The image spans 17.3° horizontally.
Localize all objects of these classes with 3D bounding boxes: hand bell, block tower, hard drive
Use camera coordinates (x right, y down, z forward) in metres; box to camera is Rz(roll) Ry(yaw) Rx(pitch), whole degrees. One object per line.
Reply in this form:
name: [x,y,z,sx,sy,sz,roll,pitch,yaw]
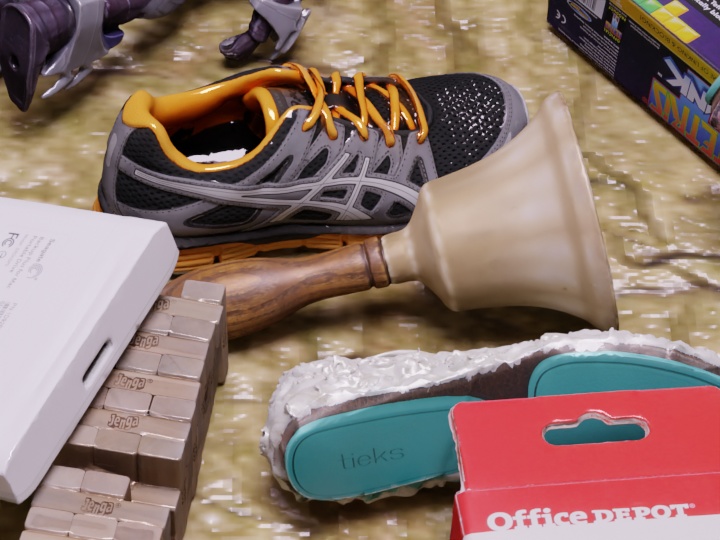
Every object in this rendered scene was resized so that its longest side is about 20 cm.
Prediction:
hand bell: [0.000,0.000,0.993,0.199,0.104,0.104,-15,50,2]
block tower: [-0.096,0.093,0.912,0.058,0.054,0.200,9,49,5]
hard drive: [-0.188,0.020,0.949,0.199,0.026,0.132,8,50,28]

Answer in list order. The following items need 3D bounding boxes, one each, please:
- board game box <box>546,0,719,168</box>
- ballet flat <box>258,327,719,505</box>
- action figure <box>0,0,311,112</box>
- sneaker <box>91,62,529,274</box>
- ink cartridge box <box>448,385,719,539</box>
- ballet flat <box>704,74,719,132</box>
board game box: [0.213,-0.112,1.100,0.165,0.057,0.200,-29,57,-26]
ballet flat: [0.057,0.050,0.951,0.199,0.072,0.072,-3,50,-5]
action figure: [-0.095,-0.142,1.108,0.200,0.070,0.130,-29,49,-29]
sneaker: [-0.018,-0.055,1.027,0.199,0.077,0.078,-15,50,-16]
ink cartridge box: [0.097,0.142,0.870,0.116,0.067,0.200,-3,50,-6]
ballet flat: [0.227,-0.109,1.027,0.071,0.069,0.200,41,61,6]
